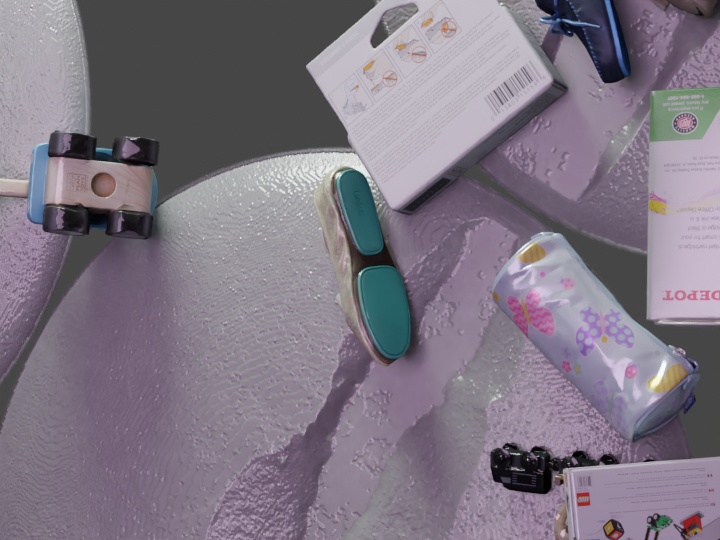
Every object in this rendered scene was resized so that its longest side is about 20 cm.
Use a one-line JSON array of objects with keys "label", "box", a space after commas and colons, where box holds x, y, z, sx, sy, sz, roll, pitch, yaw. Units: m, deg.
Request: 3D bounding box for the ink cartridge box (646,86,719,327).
[{"label": "ink cartridge box", "box": [0.324, -0.051, 1.547, 0.144, 0.087, 0.202, -1, 83, 27]}]

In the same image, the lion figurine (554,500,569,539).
[{"label": "lion figurine", "box": [0.250, 0.275, 1.570, 0.199, 0.072, 0.123, 26, 90, 5]}]

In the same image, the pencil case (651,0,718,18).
[{"label": "pencil case", "box": [0.310, -0.321, 1.583, 0.077, 0.089, 0.201, 25, 98, -3]}]

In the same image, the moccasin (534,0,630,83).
[{"label": "moccasin", "box": [0.189, -0.251, 1.643, 0.068, 0.081, 0.201, -20, 63, 9]}]

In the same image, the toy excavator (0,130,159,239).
[{"label": "toy excavator", "box": [-0.313, -0.083, 1.868, 0.193, 0.200, 0.101, 5, 86, -18]}]

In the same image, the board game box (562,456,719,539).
[{"label": "board game box", "box": [0.274, 0.222, 1.526, 0.198, 0.035, 0.128, -3, 83, -4]}]

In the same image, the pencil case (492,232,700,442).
[{"label": "pencil case", "box": [0.205, 0.057, 1.597, 0.200, 0.083, 0.091, 45, 129, 24]}]

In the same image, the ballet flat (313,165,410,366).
[{"label": "ballet flat", "box": [0.000, 0.000, 1.729, 0.062, 0.067, 0.202, -30, 67, 50]}]

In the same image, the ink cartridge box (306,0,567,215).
[{"label": "ink cartridge box", "box": [0.068, -0.181, 1.711, 0.200, 0.043, 0.174, -38, 70, 19]}]

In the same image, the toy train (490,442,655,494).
[{"label": "toy train", "box": [0.207, 0.187, 1.613, 0.198, 0.034, 0.046, 4, 100, 28]}]
